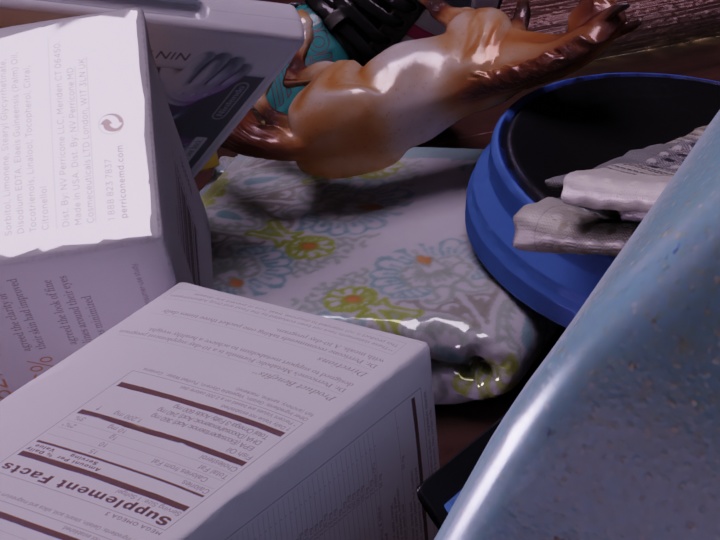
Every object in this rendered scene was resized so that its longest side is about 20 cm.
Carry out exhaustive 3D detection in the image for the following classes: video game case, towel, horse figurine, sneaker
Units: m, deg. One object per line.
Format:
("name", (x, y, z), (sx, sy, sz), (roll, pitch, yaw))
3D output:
("video game case", (-0.146, -0.051, 1.003), (0.181, 0.200, 0.023), (3, 57, -35))
("towel", (0.179, -0.039, 0.893), (0.199, 0.035, 0.192), (2, 16, 37))
("horse figurine", (0.015, -0.088, 1.069), (0.199, 0.050, 0.133), (-21, 32, -2))
("sneaker", (-0.006, -0.122, 1.176), (0.120, 0.200, 0.084), (-26, 64, -22))
("towel", (0.000, 0.000, 1.056), (0.199, 0.048, 0.171), (3, 29, 21))

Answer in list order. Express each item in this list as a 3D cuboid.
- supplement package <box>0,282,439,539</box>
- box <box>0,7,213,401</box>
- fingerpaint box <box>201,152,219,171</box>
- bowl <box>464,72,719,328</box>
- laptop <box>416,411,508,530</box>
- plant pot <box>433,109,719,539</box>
("supplement package", (-0.072, 0.101, 0.771), (0.109, 0.114, 0.200), (13, 30, 33))
("box", (-0.163, -0.001, 0.927), (0.199, 0.153, 0.107), (-8, 58, 2))
("fingerpaint box", (-0.185, -0.063, 1.160), (0.199, 0.074, 0.167), (-19, 15, -13))
("bowl", (0.144, -0.025, 1.016), (0.200, 0.040, 0.201), (7, 30, -4))
("laptop", (0.151, 0.092, 0.747), (0.199, 0.104, 0.177), (12, 31, 35))
("plant pot", (0.143, 0.042, 0.636), (0.195, 0.201, 0.196), (28, 40, 11))
